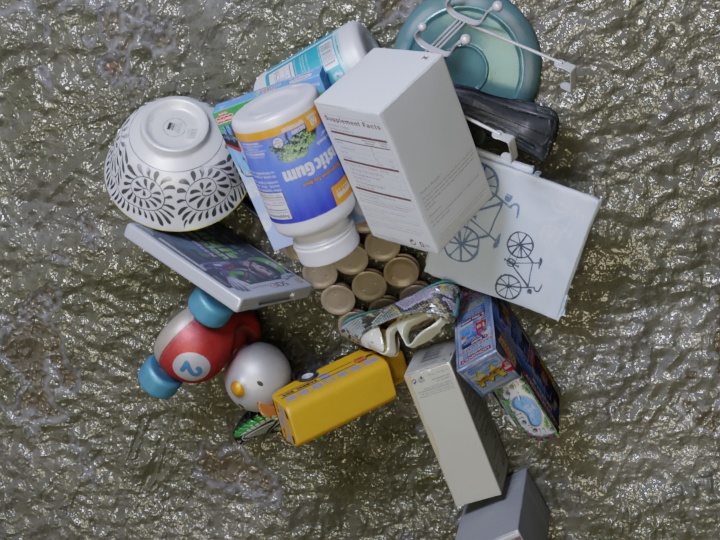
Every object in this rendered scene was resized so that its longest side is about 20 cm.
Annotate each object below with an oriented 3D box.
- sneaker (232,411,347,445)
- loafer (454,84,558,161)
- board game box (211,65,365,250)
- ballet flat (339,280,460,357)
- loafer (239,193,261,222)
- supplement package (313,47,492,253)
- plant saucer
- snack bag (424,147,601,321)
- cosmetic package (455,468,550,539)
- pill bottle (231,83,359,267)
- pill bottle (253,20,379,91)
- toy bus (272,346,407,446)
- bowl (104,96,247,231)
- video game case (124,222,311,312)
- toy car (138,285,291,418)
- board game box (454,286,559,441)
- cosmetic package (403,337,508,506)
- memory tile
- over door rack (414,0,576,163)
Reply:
[{"bbox_3d":[-0.095,0.216,1.580,0.197,0.078,0.086,-21,102,17],"label":"sneaker"},{"bbox_3d":[0.148,-0.188,1.370,0.197,0.068,0.072,15,93,5],"label":"loafer"},{"bbox_3d":[-0.080,-0.139,1.388,0.149,0.037,0.202,-17,116,15],"label":"board game box"},{"bbox_3d":[0.050,0.076,1.461,0.198,0.072,0.073,-24,100,34],"label":"ballet flat"},{"bbox_3d":[-0.100,-0.076,1.497,0.199,0.070,0.069,34,111,1],"label":"loafer"},{"bbox_3d":[0.053,-0.141,1.280,0.116,0.117,0.202,17,142,46],"label":"supplement package"},{"bbox_3d":[0.134,-0.261,1.413,0.196,0.027,0.204,3,106,12],"label":"plant saucer"},{"bbox_3d":[0.191,-0.048,1.384,0.197,0.021,0.191,20,121,11],"label":"snack bag"},{"bbox_3d":[0.194,0.361,1.492,0.106,0.200,0.091,-26,100,19],"label":"cosmetic package"},{"bbox_3d":[-0.069,-0.111,1.317,0.110,0.113,0.203,-14,116,16],"label":"pill bottle"},{"bbox_3d":[-0.063,-0.230,1.422,0.198,0.111,0.112,-26,100,19],"label":"pill bottle"},{"bbox_3d":[-0.022,0.163,1.495,0.197,0.078,0.066,-23,109,-22],"label":"toy bus"},{"bbox_3d":[-0.240,-0.160,1.426,0.197,0.203,0.095,19,148,6],"label":"bowl"},{"bbox_3d":[-0.185,-0.013,1.448,0.198,0.181,0.024,32,108,21],"label":"video game case"},{"bbox_3d":[-0.168,0.134,1.501,0.200,0.176,0.185,46,120,11],"label":"toy car"},{"bbox_3d":[0.185,0.125,1.424,0.061,0.200,0.202,-30,98,18],"label":"board game box"},{"bbox_3d":[0.135,0.207,1.512,0.072,0.104,0.203,-18,101,18],"label":"cosmetic package"},{"bbox_3d":[0.000,0.000,1.493,0.151,0.017,0.201,-24,118,18],"label":"memory tile"},{"bbox_3d":[0.145,-0.244,1.305,0.199,0.067,0.148,36,67,18],"label":"over door rack"}]
